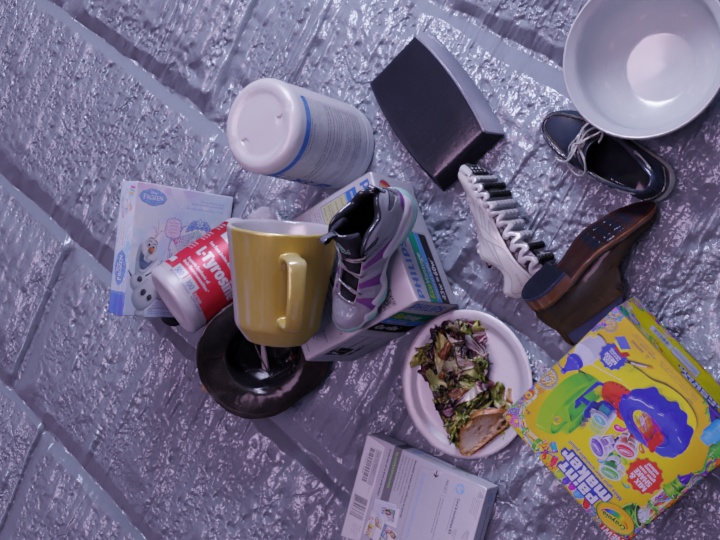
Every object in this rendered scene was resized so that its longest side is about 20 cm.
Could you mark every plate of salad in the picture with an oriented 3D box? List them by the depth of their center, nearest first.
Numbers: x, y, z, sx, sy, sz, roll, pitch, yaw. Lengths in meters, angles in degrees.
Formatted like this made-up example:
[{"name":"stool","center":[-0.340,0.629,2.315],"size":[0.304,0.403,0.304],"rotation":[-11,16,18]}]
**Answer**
[{"name":"plate of salad","center":[0.137,0.154,1.327],"size":[0.198,0.048,0.202],"rotation":[-2,86,34]}]

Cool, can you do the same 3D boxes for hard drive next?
[{"name":"hard drive","center":[0.100,-0.227,1.378],"size":[0.135,0.042,0.201],"rotation":[-42,66,24]}]

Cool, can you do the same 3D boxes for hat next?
[{"name":"hat","center":[-0.147,0.118,1.481],"size":[0.198,0.081,0.203],"rotation":[-1,103,-3]}]

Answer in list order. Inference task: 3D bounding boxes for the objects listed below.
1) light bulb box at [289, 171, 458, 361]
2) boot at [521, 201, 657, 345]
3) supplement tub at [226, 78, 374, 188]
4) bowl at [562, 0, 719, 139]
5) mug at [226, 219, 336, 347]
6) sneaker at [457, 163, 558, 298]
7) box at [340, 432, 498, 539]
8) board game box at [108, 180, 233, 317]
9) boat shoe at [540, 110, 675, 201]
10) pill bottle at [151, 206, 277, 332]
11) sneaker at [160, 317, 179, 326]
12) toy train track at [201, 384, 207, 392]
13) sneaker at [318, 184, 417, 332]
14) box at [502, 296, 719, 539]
[{"name":"light bulb box","center":[0.000,0.000,1.381],"size":[0.199,0.124,0.200],"rotation":[-28,72,27]},{"name":"boot","center":[0.303,0.004,1.227],"size":[0.199,0.075,0.097],"rotation":[-38,111,3]},{"name":"supplement tub","center":[-0.083,-0.192,1.403],"size":[0.131,0.199,0.133],"rotation":[-3,85,33]},{"name":"bowl","center":[0.353,-0.251,1.184],"size":[0.199,0.090,0.203],"rotation":[-3,85,33]},{"name":"mug","center":[-0.112,0.020,1.282],"size":[0.148,0.186,0.155],"rotation":[8,100,17]},{"name":"sneaker","center":[0.179,-0.054,1.303],"size":[0.081,0.075,0.201],"rotation":[-44,65,33]},{"name":"box","center":[0.079,0.334,1.359],"size":[0.199,0.041,0.157],"rotation":[18,97,34]},{"name":"board game box","center":[-0.292,-0.028,1.529],"size":[0.043,0.199,0.201],"rotation":[8,91,38]},{"name":"boat shoe","center":[0.297,-0.147,1.228],"size":[0.200,0.062,0.075],"rotation":[44,117,33]},{"name":"pill bottle","center":[-0.204,-0.007,1.475],"size":[0.199,0.113,0.112],"rotation":[-36,61,-19]},{"name":"sneaker","center":[-0.344,0.018,1.651],"size":[0.088,0.074,0.201],"rotation":[-46,56,40]},{"name":"toy train track","center":[-0.198,0.100,1.551],"size":[0.202,0.032,0.115],"rotation":[-67,15,0]},{"name":"sneaker","center":[-0.014,-0.018,1.232],"size":[0.077,0.139,0.202],"rotation":[25,99,29]},{"name":"box","center":[0.313,0.173,1.150],"size":[0.200,0.122,0.193],"rotation":[48,113,15]}]
